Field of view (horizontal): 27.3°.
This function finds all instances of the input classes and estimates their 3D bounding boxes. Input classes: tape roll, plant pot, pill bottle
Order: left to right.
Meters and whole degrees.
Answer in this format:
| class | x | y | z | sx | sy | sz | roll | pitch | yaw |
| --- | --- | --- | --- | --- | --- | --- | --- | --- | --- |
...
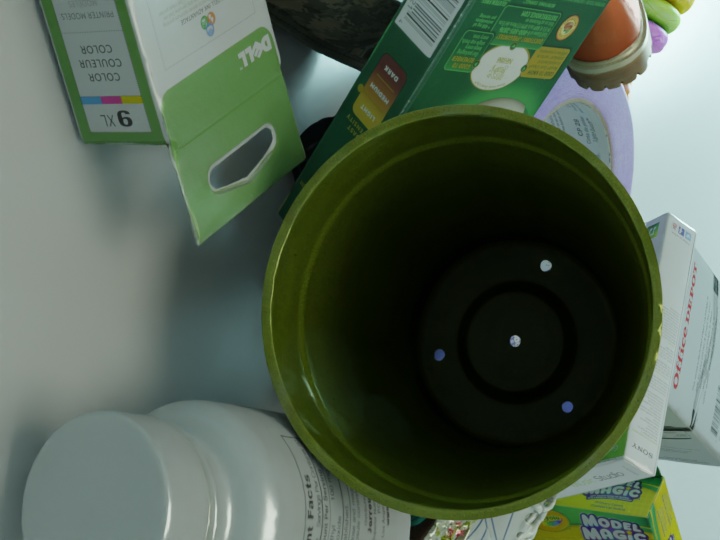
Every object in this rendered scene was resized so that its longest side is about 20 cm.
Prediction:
| class | x | y | z | sx | sy | sz | roll | pitch | yaw |
| --- | --- | --- | --- | --- | --- | --- | --- | --- | --- |
| pill bottle | -0.069 | 0.125 | 0.744 | 0.199 | 0.113 | 0.116 | 19 | 76 | -57 |
| plant pot | 0.070 | 0.032 | 0.809 | 0.193 | 0.198 | 0.203 | 29 | 67 | -73 |
| tape roll | 0.117 | -0.057 | 1.043 | 0.199 | 0.065 | 0.202 | -22 | 119 | -47 |

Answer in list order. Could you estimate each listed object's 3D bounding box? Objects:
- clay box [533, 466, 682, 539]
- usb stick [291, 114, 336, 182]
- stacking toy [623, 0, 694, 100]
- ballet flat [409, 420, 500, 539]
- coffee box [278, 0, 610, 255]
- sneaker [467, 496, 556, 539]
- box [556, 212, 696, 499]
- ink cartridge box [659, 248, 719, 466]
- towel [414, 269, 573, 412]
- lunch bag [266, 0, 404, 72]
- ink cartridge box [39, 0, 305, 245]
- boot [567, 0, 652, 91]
| class | x | y | z | sx | sy | sz | roll | pitch | yaw |
| --- | --- | --- | --- | --- | --- | --- | --- | --- | --- |
| clay box | 0.197 | 0.222 | 1.177 | 0.048 | 0.114 | 0.201 | -56 | 135 | -39 |
| usb stick | 0.000 | 0.000 | 0.924 | 0.055 | 0.032 | 0.202 | -48 | 131 | -44 |
| stacking toy | 0.231 | -0.218 | 1.238 | 0.116 | 0.109 | 0.202 | 23 | 83 | -49 |
| ballet flat | 0.021 | 0.173 | 0.890 | 0.200 | 0.075 | 0.064 | -40 | 128 | -22 |
| coffee box | 0.047 | -0.094 | 0.826 | 0.122 | 0.044 | 0.201 | -5 | 135 | -48 |
| sneaker | 0.095 | 0.164 | 1.036 | 0.074 | 0.086 | 0.202 | -12 | 104 | -64 |
| box | 0.173 | 0.068 | 1.095 | 0.036 | 0.144 | 0.201 | 31 | 59 | -23 |
| ink cartridge box | 0.272 | 0.074 | 1.319 | 0.200 | 0.084 | 0.146 | 40 | 58 | -53 |
| towel | 0.066 | 0.092 | 0.953 | 0.198 | 0.024 | 0.146 | -19 | 111 | -23 |
| lunch bag | 0.030 | -0.204 | 0.883 | 0.199 | 0.117 | 0.166 | 21 | 73 | -52 |
| ink cartridge box | -0.098 | -0.126 | 0.733 | 0.104 | 0.059 | 0.202 | -44 | 128 | -48 |
| boot | 0.143 | -0.223 | 0.979 | 0.201 | 0.074 | 0.108 | -98 | 164 | -44 |
